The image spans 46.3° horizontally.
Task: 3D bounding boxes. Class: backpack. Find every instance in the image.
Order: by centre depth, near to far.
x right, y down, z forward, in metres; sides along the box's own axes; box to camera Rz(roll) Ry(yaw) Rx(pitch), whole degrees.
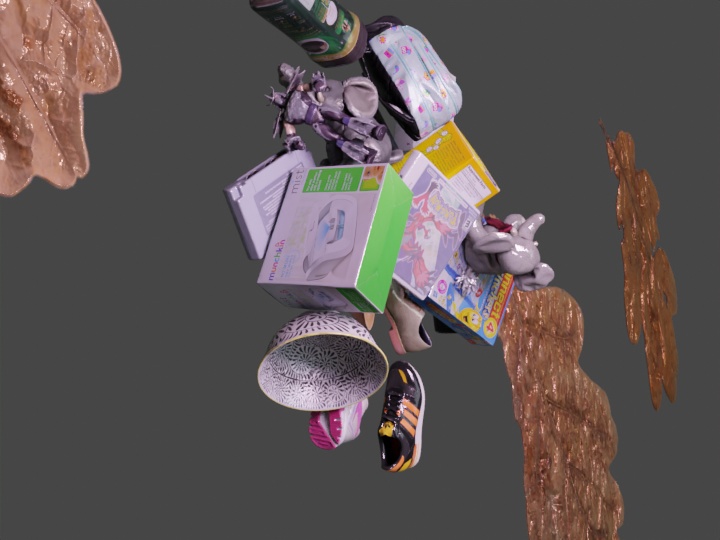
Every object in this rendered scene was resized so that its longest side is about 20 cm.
[{"bbox_3d":[0.083,-0.330,1.459,0.201,0.126,0.167,58,6,14],"label":"backpack"}]

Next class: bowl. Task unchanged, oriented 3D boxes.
[{"bbox_3d":[-0.060,0.121,1.287,0.201,0.199,0.095,46,27,-43],"label":"bowl"}]

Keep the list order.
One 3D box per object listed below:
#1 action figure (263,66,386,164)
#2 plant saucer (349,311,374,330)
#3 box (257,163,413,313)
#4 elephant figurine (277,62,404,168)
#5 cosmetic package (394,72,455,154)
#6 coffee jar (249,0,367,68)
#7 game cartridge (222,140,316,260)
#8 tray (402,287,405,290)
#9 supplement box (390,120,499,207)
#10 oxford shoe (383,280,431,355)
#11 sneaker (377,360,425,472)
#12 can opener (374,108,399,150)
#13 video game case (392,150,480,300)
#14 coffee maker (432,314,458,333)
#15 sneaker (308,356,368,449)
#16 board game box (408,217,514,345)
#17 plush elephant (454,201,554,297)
[{"bbox_3d":[-0.060,-0.233,1.288,0.131,0.198,0.069,-69,171,25],"label":"action figure"},{"bbox_3d":[0.000,0.000,1.430,0.200,0.035,0.203,0,90,-82],"label":"plant saucer"},{"bbox_3d":[-0.035,-0.047,1.251,0.097,0.175,0.202,44,56,-51],"label":"box"},{"bbox_3d":[-0.031,-0.257,1.386,0.155,0.140,0.202,-20,89,-83],"label":"elephant figurine"},{"bbox_3d":[0.129,-0.313,1.674,0.150,0.051,0.202,18,73,-56],"label":"cosmetic package"},{"bbox_3d":[-0.077,-0.401,1.335,0.200,0.103,0.086,30,66,-51],"label":"coffee jar"},{"bbox_3d":[-0.126,-0.104,1.306,0.200,0.040,0.134,-43,119,-48],"label":"game cartridge"},{"bbox_3d":[0.054,-0.063,1.575,0.108,0.022,0.201,-55,131,-40],"label":"tray"},{"bbox_3d":[0.120,-0.142,1.465,0.109,0.199,0.110,42,18,-46],"label":"supplement box"},{"bbox_3d":[0.080,0.062,1.549,0.071,0.073,0.202,-67,144,-54],"label":"oxford shoe"},{"bbox_3d":[0.068,0.267,1.532,0.090,0.069,0.203,-2,91,-58],"label":"sneaker"},{"bbox_3d":[0.060,-0.217,1.562,0.201,0.066,0.053,56,47,-31],"label":"can opener"},{"bbox_3d":[0.095,-0.068,1.373,0.200,0.023,0.183,36,87,-45],"label":"video game case"},{"bbox_3d":[0.184,0.022,1.682,0.191,0.134,0.202,-19,103,-38],"label":"coffee maker"},{"bbox_3d":[-0.031,0.193,1.397,0.088,0.081,0.202,17,80,-58],"label":"sneaker"},{"bbox_3d":[0.202,0.007,1.571,0.195,0.056,0.202,35,68,-34],"label":"board game box"},{"bbox_3d":[0.259,-0.046,1.481,0.164,0.154,0.202,37,67,-33],"label":"plush elephant"}]
